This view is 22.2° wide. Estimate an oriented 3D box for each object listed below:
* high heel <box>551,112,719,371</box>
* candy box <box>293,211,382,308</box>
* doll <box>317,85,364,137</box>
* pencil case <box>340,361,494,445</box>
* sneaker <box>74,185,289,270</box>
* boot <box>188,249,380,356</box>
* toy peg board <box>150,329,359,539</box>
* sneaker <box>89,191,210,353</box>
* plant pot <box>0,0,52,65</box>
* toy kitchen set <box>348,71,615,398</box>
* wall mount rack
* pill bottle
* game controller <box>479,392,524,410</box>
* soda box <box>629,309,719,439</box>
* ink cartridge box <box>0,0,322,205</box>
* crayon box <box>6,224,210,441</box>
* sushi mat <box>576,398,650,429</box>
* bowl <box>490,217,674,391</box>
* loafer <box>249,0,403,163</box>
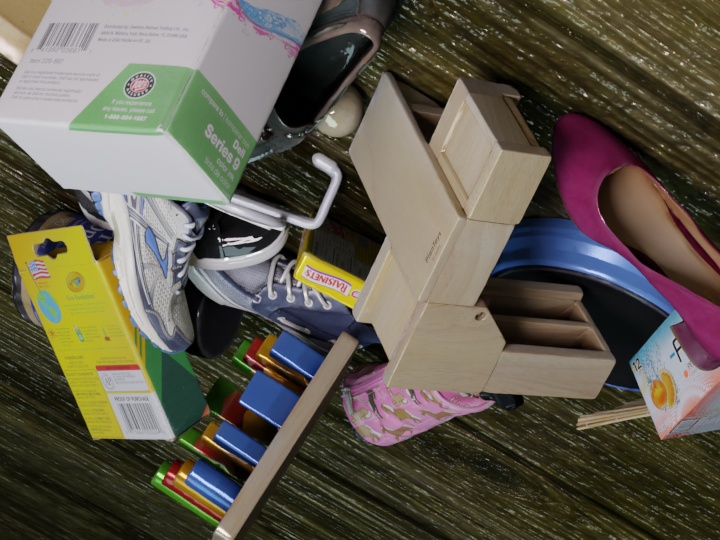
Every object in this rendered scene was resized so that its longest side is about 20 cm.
[{"bbox_3d":[0.198,-0.028,1.187,0.201,0.067,0.096,53,161,3],"label":"high heel"},{"bbox_3d":[0.000,0.000,1.430,0.101,0.027,0.200,25,-170,-4],"label":"candy box"},{"bbox_3d":[-0.084,-0.153,1.292,0.199,0.049,0.136,32,156,-14],"label":"doll"},{"bbox_3d":[0.054,0.103,1.648,0.083,0.086,0.200,59,151,-1],"label":"pencil case"},{"bbox_3d":[-0.161,-0.068,1.512,0.198,0.074,0.112,13,150,21],"label":"sneaker"},{"bbox_3d":[-0.057,0.009,1.587,0.199,0.073,0.090,30,153,-33],"label":"boot"},{"bbox_3d":[-0.101,0.138,1.594,0.097,0.201,0.199,32,165,3],"label":"toy peg board"},{"bbox_3d":[-0.157,-0.027,1.462,0.084,0.077,0.202,-13,113,5],"label":"sneaker"},{"bbox_3d":[-0.249,-0.194,1.356,0.199,0.028,0.200,30,164,10],"label":"plant pot"},{"bbox_3d":[0.100,-0.043,1.282,0.179,0.164,0.201,5,128,-27],"label":"toy kitchen set"},{"bbox_3d":[-0.100,-0.085,1.374,0.172,0.075,0.200,22,-178,-2],"label":"wall mount rack"},{"bbox_3d":[-0.211,0.017,1.686,0.198,0.113,0.112,13,154,24],"label":"pill bottle"},{"bbox_3d":[0.083,0.031,1.468,0.042,0.105,0.200,-22,141,5],"label":"game controller"},{"bbox_3d":[0.260,0.041,1.264,0.063,0.069,0.200,-8,153,-24],"label":"soda box"},{"bbox_3d":[-0.116,-0.150,1.142,0.144,0.202,0.088,6,154,35],"label":"ink cartridge box"},{"bbox_3d":[-0.218,0.047,1.585,0.126,0.051,0.202,-4,113,48],"label":"crayon box"},{"bbox_3d":[0.262,0.099,1.449,0.095,0.012,0.200,-14,176,-31],"label":"sushi mat"},{"bbox_3d":[0.185,0.032,1.424,0.199,0.040,0.201,21,156,9],"label":"bowl"},{"bbox_3d":[-0.045,-0.126,1.214,0.071,0.063,0.200,27,135,-21],"label":"loafer"}]
